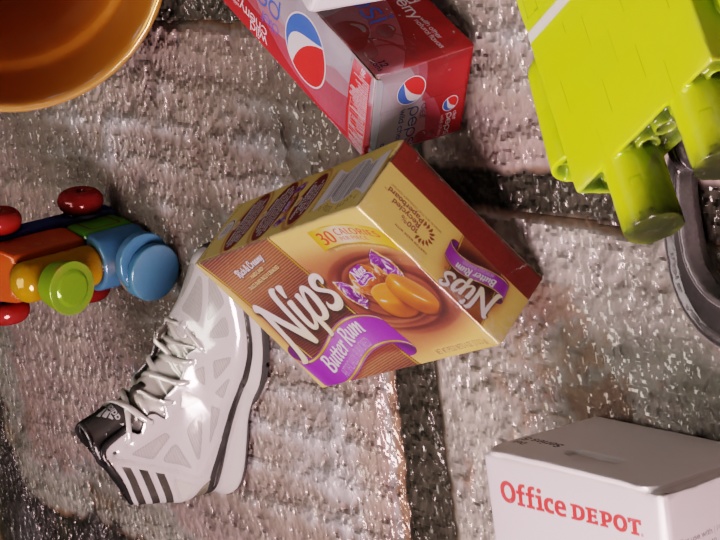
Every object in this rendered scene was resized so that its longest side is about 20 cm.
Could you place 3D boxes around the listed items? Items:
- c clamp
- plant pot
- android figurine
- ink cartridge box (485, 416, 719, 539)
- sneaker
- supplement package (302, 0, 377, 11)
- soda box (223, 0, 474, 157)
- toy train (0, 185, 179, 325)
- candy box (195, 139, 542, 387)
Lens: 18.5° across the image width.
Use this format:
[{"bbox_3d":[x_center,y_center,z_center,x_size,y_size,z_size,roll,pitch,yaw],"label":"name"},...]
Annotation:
[{"bbox_3d":[0.205,-0.037,1.029,0.200,0.027,0.172,-7,101,56],"label":"c clamp"},{"bbox_3d":[-0.251,-0.238,1.517,0.183,0.199,0.201,-124,34,-54],"label":"plant pot"},{"bbox_3d":[0.132,-0.121,1.067,0.182,0.041,0.201,-50,47,50],"label":"android figurine"},{"bbox_3d":[0.147,0.187,1.142,0.145,0.084,0.201,8,109,55],"label":"ink cartridge box"},{"bbox_3d":[-0.131,0.080,1.503,0.076,0.115,0.202,39,132,44],"label":"sneaker"},{"bbox_3d":[-0.007,-0.254,1.183,0.201,0.116,0.118,58,142,25],"label":"supplement package"},{"bbox_3d":[-0.018,-0.153,1.279,0.200,0.070,0.064,50,148,35],"label":"soda box"},{"bbox_3d":[-0.235,0.005,1.562,0.115,0.199,0.085,17,116,48],"label":"toy train"},{"bbox_3d":[0.000,0.000,1.277,0.117,0.057,0.200,44,151,-17],"label":"candy box"}]
